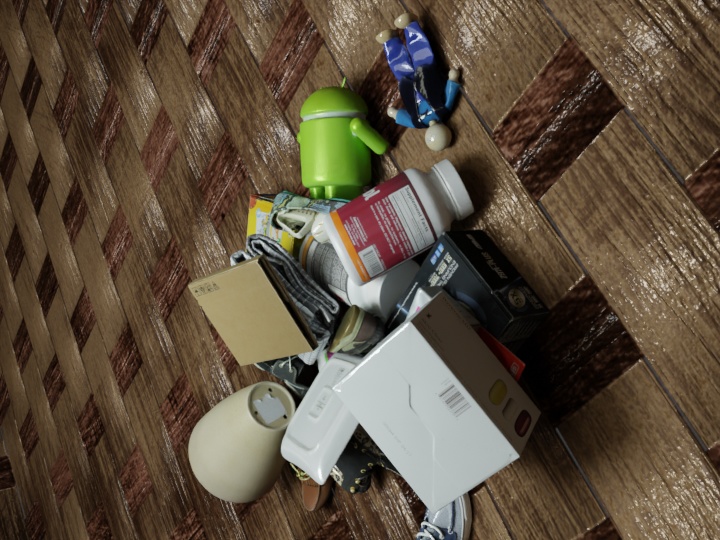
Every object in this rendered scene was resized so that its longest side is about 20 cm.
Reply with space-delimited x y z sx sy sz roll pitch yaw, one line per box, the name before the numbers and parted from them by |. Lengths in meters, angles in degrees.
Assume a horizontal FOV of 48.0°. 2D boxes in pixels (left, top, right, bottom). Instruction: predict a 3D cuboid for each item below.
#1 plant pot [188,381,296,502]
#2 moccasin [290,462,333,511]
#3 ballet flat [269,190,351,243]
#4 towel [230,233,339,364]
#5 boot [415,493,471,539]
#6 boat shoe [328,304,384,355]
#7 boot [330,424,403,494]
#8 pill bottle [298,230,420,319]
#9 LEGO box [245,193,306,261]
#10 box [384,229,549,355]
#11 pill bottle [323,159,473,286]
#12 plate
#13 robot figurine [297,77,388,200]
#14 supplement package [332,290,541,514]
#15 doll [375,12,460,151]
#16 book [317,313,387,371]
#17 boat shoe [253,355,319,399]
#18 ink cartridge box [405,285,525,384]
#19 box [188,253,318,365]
plant pot | -0.193 0.289 1.453 0.201 0.184 0.190 -52 56 46
moccasin | -0.088 0.332 1.430 0.073 0.077 0.206 23 115 43
ballet flat | -0.068 -0.075 1.257 0.198 0.073 0.076 11 101 43
towel | -0.117 0.045 1.310 0.199 0.086 0.166 40 159 7
boot | 0.108 0.406 1.199 0.072 0.089 0.205 11 101 48
boat shoe | -0.004 0.101 1.238 0.201 0.065 0.073 123 173 -76
boot | 0.025 0.302 1.292 0.198 0.073 0.152 34 131 15
pill bottle | 0.000 0.000 1.273 0.198 0.115 0.119 26 112 46
LEGO box | -0.140 -0.025 1.465 0.148 0.076 0.205 21 109 47
box | 0.141 0.072 1.137 0.165 0.085 0.202 55 130 30
pill bottle | 0.055 -0.072 1.144 0.197 0.113 0.114 -28 66 1
plate | -0.050 0.209 1.237 0.202 0.032 0.199 -59 18 -12
robot figurine | -0.040 -0.202 1.305 0.174 0.114 0.205 0 92 54
supplement package | 0.096 0.162 1.006 0.201 0.111 0.156 50 121 3
doll | 0.086 -0.270 1.201 0.135 0.048 0.204 -29 77 37
book | 0.008 0.162 1.333 0.199 0.047 0.136 -36 65 43
boat shoe | -0.124 0.154 1.393 0.067 0.200 0.073 -5 51 48
ink cartridge box | 0.111 0.153 1.084 0.173 0.043 0.203 43 125 38
box | -0.170 0.068 1.260 0.198 0.021 0.165 -16 111 45
